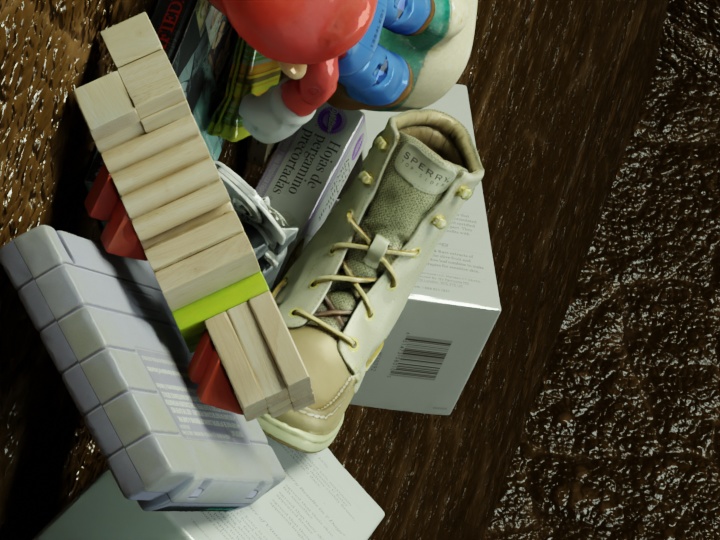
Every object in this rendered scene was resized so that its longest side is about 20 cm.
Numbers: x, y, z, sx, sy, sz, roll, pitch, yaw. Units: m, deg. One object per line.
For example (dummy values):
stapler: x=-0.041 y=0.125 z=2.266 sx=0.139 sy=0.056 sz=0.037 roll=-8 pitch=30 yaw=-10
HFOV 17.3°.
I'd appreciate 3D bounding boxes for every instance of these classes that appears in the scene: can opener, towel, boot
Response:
can opener: x=-0.076 y=-0.004 z=1.245 sx=0.067 sy=0.053 sz=0.200 roll=-45 pitch=175 yaw=-16
towel: x=-0.041 y=-0.168 z=1.230 sx=0.086 sy=0.018 sz=0.201 roll=-43 pitch=147 yaw=-78
boot: x=0.000 y=0.000 z=1.277 sx=0.155 sy=0.072 sz=0.200 roll=-56 pitch=-177 yaw=24

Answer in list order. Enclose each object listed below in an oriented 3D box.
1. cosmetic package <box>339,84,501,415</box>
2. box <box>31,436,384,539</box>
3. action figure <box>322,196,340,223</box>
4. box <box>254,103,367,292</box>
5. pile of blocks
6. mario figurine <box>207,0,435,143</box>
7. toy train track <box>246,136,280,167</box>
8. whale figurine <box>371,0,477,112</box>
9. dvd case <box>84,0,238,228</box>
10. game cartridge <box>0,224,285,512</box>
cosmetic package: x=0.026 y=-0.020 z=1.499 sx=0.201 sy=0.084 sz=0.108 roll=-98 pitch=-158 yaw=-43
box: x=-0.083 y=0.142 z=1.225 sx=0.097 sy=0.124 sz=0.200 roll=-43 pitch=179 yaw=20
action figure: x=-0.058 y=0.047 z=1.463 sx=0.130 sy=0.069 sz=0.201 roll=-53 pitch=162 yaw=-81
box: x=-0.056 y=-0.009 z=1.377 sx=0.201 sy=0.039 sz=0.041 roll=-62 pitch=169 yaw=-19
pile of blocks: x=-0.086 y=-0.015 z=1.093 sx=0.082 sy=0.062 sz=0.201 roll=-142 pitch=-151 yaw=-80
mario figurine: x=-0.032 y=-0.139 z=1.165 sx=0.200 sy=0.105 sz=0.124 roll=21 pitch=52 yaw=-72
toy train track: x=-0.026 y=-0.139 z=1.439 sx=0.200 sy=0.032 sz=0.115 roll=-58 pitch=169 yaw=-39
whale figurine: x=0.011 y=-0.182 z=1.306 sx=0.160 sy=0.103 sz=0.201 roll=-110 pitch=-152 yaw=-43
dvd case: x=-0.084 y=-0.101 z=1.200 sx=0.146 sy=0.022 sz=0.201 roll=79 pitch=28 yaw=-69
game cartridge: x=-0.097 y=0.051 z=1.096 sx=0.130 sy=0.038 sz=0.200 roll=65 pitch=9 yaw=11
